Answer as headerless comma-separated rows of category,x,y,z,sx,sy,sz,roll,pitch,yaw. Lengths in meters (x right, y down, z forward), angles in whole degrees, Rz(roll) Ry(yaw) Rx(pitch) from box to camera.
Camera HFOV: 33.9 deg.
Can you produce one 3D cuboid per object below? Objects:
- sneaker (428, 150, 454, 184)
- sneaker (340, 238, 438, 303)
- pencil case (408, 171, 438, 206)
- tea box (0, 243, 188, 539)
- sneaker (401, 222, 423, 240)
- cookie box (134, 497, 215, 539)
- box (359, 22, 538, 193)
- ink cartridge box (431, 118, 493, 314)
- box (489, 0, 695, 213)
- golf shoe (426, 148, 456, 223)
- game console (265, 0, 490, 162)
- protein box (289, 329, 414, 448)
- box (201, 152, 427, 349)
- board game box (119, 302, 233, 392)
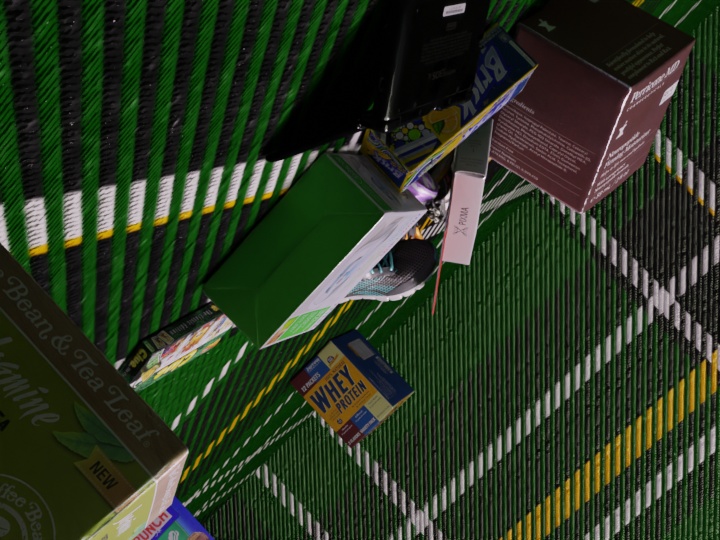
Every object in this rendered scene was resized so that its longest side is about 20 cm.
sneaker,0.039,-0.094,1.450,0.200,0.075,0.090,-51,174,-8
sneaker,0.000,0.000,1.513,0.200,0.078,0.091,-16,160,13
pencil case,0.002,-0.056,1.394,0.200,0.086,0.084,-45,166,17
tea box,-0.225,0.094,0.583,0.197,0.200,0.134,-41,172,-25
sneaker,0.035,-0.056,1.601,0.078,0.077,0.200,-44,171,21
cookie box,-0.376,0.541,2.264,0.171,0.200,0.075,-42,171,-20
box,0.096,-0.177,1.276,0.200,0.070,0.064,-41,173,-18
ink cartridge box,0.126,-0.064,1.463,0.200,0.044,0.174,92,6,-58
box,0.277,-0.215,1.463,0.166,0.164,0.200,-36,152,-38
golf shoe,0.110,-0.127,1.622,0.088,0.077,0.200,-49,175,-14
game console,0.019,-0.181,1.051,0.200,0.116,0.176,-32,136,-59
protein box,-0.015,0.254,2.579,0.135,0.199,0.200,-46,172,15
box,-0.047,-0.026,1.272,0.200,0.097,0.176,-47,170,14
board game box,-0.202,0.083,1.330,0.105,0.023,0.200,-46,172,33
